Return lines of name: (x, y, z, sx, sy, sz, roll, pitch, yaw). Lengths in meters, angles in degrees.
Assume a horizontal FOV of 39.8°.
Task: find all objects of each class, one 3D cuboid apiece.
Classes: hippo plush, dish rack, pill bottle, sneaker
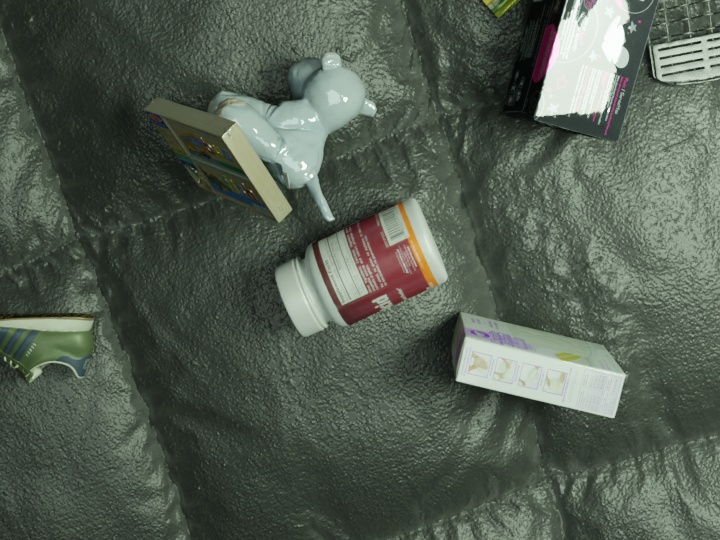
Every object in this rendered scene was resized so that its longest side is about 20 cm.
hippo plush: (-0.078, -0.193, 1.191, 0.159, 0.200, 0.162, 39, 89, -35)
dish rack: (0.412, -0.331, 1.202, 0.151, 0.055, 0.204, -10, 99, 6)
pill bottle: (0.000, 0.000, 1.247, 0.197, 0.114, 0.116, -24, 97, 7)
sneaker: (-0.449, 0.104, 1.310, 0.196, 0.067, 0.092, 0, 94, 0)

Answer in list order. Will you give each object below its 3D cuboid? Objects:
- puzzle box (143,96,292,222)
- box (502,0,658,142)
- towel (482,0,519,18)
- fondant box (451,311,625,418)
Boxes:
puzzle box: (-0.172, -0.134, 1.179, 0.025, 0.199, 0.134, -44, 127, -17)
box: (0.261, -0.266, 1.177, 0.113, 0.132, 0.203, 13, 99, -11)
towel: (0.136, -0.414, 1.223, 0.086, 0.018, 0.200, -43, 94, 8)
fondant box: (0.215, 0.114, 1.237, 0.196, 0.144, 0.059, 12, 100, 1)
